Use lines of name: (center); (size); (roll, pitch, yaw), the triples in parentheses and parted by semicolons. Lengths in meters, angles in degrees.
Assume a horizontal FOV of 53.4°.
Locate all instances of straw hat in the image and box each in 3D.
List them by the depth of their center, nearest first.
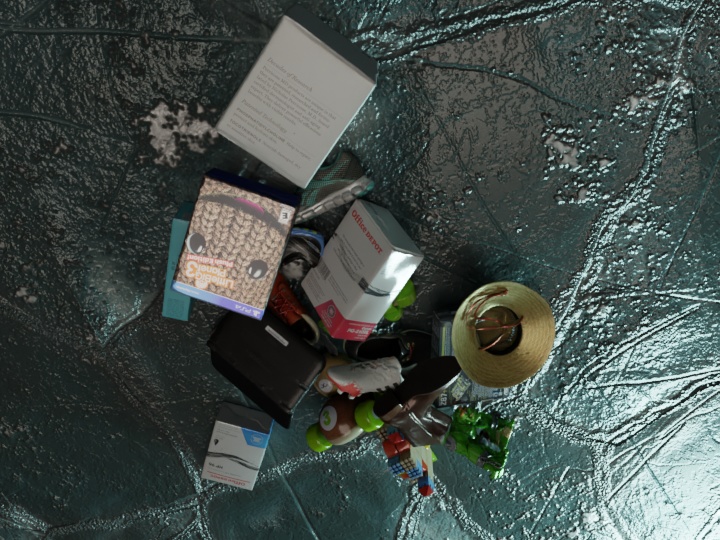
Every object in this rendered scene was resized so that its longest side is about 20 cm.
straw hat: (0.237, 0.099, 1.265); (0.200, 0.085, 0.202); (-4, 105, -13)

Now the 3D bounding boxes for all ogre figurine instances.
ogre figurine: (0.228, 0.325, 1.391); (0.119, 0.200, 0.098); (20, 130, 9)

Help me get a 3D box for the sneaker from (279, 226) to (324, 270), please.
sneaker: (-0.164, -0.038, 1.264); (0.198, 0.071, 0.083); (4, 86, 2)

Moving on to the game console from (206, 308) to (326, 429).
game console: (-0.171, 0.168, 1.305); (0.200, 0.116, 0.176); (37, 94, 11)

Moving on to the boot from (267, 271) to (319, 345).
boot: (-0.146, 0.056, 1.308); (0.075, 0.107, 0.200); (-42, 111, -5)

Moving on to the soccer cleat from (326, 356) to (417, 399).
soccer cleat: (0.027, 0.187, 1.286); (0.199, 0.069, 0.085); (18, 113, -37)

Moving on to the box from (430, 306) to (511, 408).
box: (0.215, 0.161, 1.362); (0.160, 0.049, 0.201); (-9, 118, -14)

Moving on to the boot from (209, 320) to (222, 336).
boot: (-0.190, 0.145, 1.346); (0.166, 0.072, 0.200); (42, 143, -13)

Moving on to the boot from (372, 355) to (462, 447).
boot: (0.139, 0.250, 1.321); (0.186, 0.064, 0.200); (-31, 136, 12)

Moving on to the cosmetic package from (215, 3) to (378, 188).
cosmetic package: (-0.093, -0.274, 1.115); (0.166, 0.168, 0.200); (33, 113, -13)

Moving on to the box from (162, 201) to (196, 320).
box: (-0.317, -0.016, 1.301); (0.049, 0.082, 0.201); (12, 117, -5)

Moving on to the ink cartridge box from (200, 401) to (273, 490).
ink cartridge box: (-0.263, 0.385, 1.506); (0.115, 0.068, 0.201); (16, 116, -5)

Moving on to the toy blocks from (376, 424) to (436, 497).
toy blocks: (0.090, 0.364, 1.442); (0.100, 0.137, 0.200); (-27, 112, 15)

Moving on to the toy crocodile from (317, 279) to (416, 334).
toy crocodile: (0.013, 0.072, 1.344); (0.199, 0.062, 0.067); (-23, 149, 19)

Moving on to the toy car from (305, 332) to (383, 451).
toy car: (-0.053, 0.218, 1.379); (0.164, 0.158, 0.201); (-30, 96, 34)

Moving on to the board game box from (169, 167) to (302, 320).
board game box: (-0.204, -0.046, 1.183); (0.159, 0.097, 0.201); (18, 104, -5)

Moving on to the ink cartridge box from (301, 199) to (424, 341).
ink cartridge box: (0.000, 0.000, 1.250); (0.084, 0.145, 0.200); (12, 122, -41)

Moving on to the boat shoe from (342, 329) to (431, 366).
boat shoe: (0.069, 0.152, 1.351); (0.200, 0.063, 0.074); (6, 102, -24)

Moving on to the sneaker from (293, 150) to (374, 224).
sneaker: (-0.078, -0.143, 1.243); (0.199, 0.078, 0.092); (-23, 92, 14)
